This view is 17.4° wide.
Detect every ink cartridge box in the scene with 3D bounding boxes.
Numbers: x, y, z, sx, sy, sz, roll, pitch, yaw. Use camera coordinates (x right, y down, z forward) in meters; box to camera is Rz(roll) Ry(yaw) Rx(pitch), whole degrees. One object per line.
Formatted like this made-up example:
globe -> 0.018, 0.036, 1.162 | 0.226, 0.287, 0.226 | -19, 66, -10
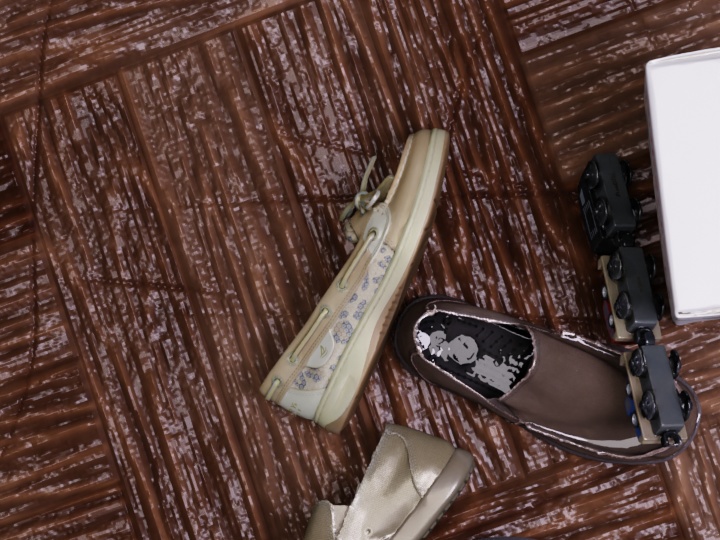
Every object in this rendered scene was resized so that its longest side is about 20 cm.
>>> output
ink cartridge box -> 0.214, -0.046, 1.370 | 0.083, 0.200, 0.147 | -7, 87, 7

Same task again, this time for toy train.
toy train -> 0.163, 0.021, 1.421 | 0.034, 0.046, 0.201 | 1, 58, -19

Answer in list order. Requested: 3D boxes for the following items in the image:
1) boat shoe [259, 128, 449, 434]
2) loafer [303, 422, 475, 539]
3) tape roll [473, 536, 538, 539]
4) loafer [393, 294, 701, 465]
boat shoe -> 0.000, 0.000, 1.460 | 0.062, 0.073, 0.201 | 23, 91, 5
loafer -> -0.011, 0.178, 1.458 | 0.067, 0.076, 0.200 | 39, 84, 9
tape roll -> 0.089, 0.266, 1.442 | 0.198, 0.066, 0.202 | 0, 87, 7
loafer -> 0.111, 0.071, 1.443 | 0.198, 0.071, 0.074 | 16, 90, 8
